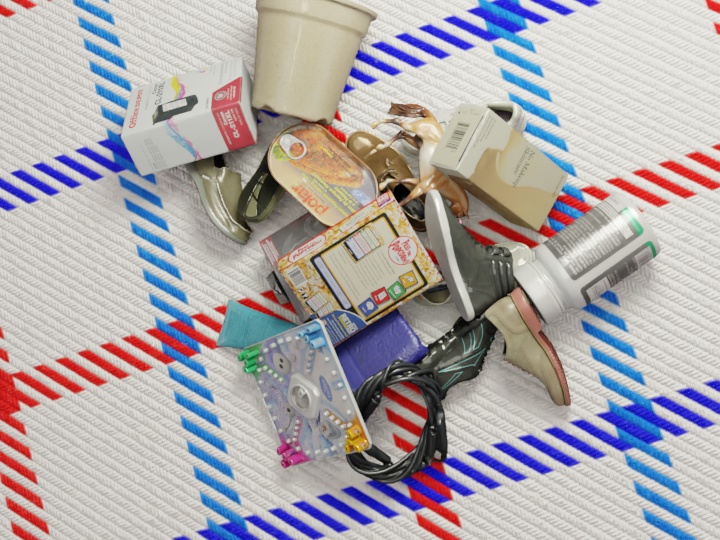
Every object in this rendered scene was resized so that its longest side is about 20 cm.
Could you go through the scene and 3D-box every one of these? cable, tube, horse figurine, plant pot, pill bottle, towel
[{"bbox_3d":[0.048,0.223,1.357,0.161,0.051,0.202,-10,114,-2],"label":"cable"},{"bbox_3d":[-0.145,0.102,1.428,0.198,0.050,0.078,13,82,32],"label":"tube"},{"bbox_3d":[0.089,-0.169,1.366,0.131,0.050,0.202,-8,80,4],"label":"horse figurine"},{"bbox_3d":[-0.088,-0.331,1.416,0.198,0.200,0.185,14,98,10],"label":"plant pot"},{"bbox_3d":[0.332,-0.015,1.344,0.199,0.113,0.114,-35,80,4],"label":"pill bottle"},{"bbox_3d":[-0.006,0.136,1.403,0.200,0.050,0.148,-40,59,6],"label":"towel"}]

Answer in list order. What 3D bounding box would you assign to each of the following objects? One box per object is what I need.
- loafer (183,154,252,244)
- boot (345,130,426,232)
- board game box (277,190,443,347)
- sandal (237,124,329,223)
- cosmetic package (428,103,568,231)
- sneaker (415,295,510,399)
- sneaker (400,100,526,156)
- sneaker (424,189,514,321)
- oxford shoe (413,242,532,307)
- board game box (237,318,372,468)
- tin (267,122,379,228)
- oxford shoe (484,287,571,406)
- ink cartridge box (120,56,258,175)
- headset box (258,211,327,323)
[{"bbox_3d":[-0.225,-0.135,1.466,0.069,0.075,0.201,-31,81,9],"label":"loafer"},{"bbox_3d":[0.047,-0.149,1.424,0.074,0.075,0.200,-42,79,5],"label":"boot"},{"bbox_3d":[0.000,0.000,1.341,0.199,0.046,0.152,-31,112,5],"label":"board game box"},{"bbox_3d":[-0.124,-0.157,1.459,0.079,0.057,0.202,32,79,32],"label":"sandal"},{"bbox_3d":[0.207,-0.150,1.338,0.071,0.199,0.106,27,89,54],"label":"cosmetic package"},{"bbox_3d":[0.165,0.116,1.391,0.200,0.075,0.079,-40,98,7],"label":"sneaker"},{"bbox_3d":[0.156,-0.229,1.401,0.198,0.100,0.076,-12,84,9],"label":"sneaker"},{"bbox_3d":[0.165,-0.036,1.340,0.098,0.071,0.202,-22,99,-11],"label":"sneaker"},{"bbox_3d":[0.171,0.009,1.398,0.198,0.058,0.076,-18,80,6],"label":"oxford shoe"},{"bbox_3d":[-0.090,0.192,1.360,0.199,0.026,0.202,-23,90,45],"label":"board game box"},{"bbox_3d":[-0.056,-0.141,1.386,0.112,0.042,0.200,-43,71,-9],"label":"tin"},{"bbox_3d":[0.251,0.124,1.351,0.074,0.071,0.201,-27,102,10],"label":"oxford shoe"},{"bbox_3d":[-0.269,-0.246,1.444,0.198,0.083,0.147,-15,42,7],"label":"ink cartridge box"},{"bbox_3d":[-0.053,-0.018,1.426,0.199,0.077,0.150,-30,81,4],"label":"headset box"}]
